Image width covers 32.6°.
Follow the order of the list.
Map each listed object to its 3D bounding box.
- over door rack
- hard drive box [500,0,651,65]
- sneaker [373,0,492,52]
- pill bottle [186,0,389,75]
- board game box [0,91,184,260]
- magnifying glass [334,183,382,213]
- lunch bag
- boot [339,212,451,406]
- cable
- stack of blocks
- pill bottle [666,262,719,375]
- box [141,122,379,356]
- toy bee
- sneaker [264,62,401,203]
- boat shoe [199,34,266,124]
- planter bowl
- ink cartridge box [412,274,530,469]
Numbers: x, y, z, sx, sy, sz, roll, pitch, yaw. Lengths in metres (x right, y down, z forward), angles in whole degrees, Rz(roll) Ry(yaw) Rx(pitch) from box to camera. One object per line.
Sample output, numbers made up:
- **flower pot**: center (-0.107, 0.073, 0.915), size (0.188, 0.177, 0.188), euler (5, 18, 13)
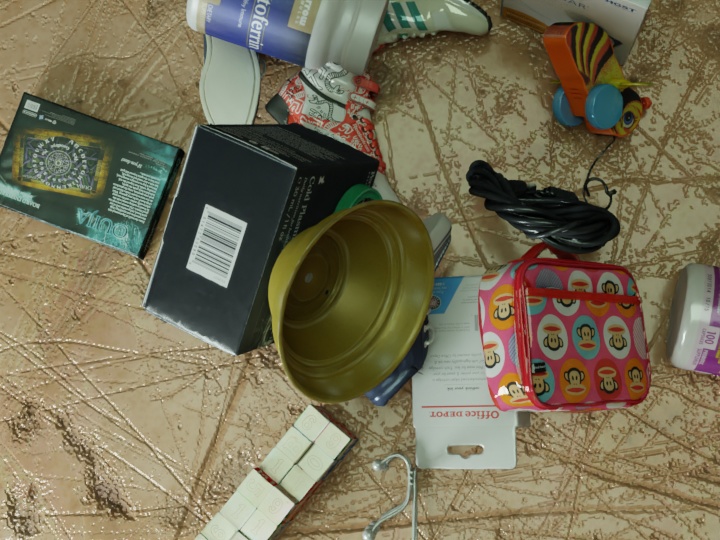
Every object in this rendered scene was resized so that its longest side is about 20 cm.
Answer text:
- **over door rack**: center (0.042, 0.290, 1.264), size (0.066, 0.148, 0.201), euler (-11, 82, 2)
- **hard drive box**: center (0.231, -0.304, 1.291), size (0.155, 0.200, 0.077), euler (23, 86, 9)
- **sneaker**: center (0.046, -0.281, 1.382), size (0.199, 0.070, 0.094), euler (20, 103, 6)
- **pill bottle**: center (-0.075, -0.283, 1.309), size (0.199, 0.116, 0.116), euler (18, 85, 0)
- **board game box**: center (-0.317, -0.108, 1.408), size (0.199, 0.028, 0.136), euler (20, 86, 7)
- **magnifying glass**: center (0.000, 0.000, 1.300), size (0.022, 0.201, 0.080), euler (22, 43, 28)
- **lunch bag**: center (0.209, 0.057, 1.262), size (0.082, 0.199, 0.177), euler (-16, 75, 48)
- **boot**: center (0.047, 0.041, 1.280), size (0.090, 0.073, 0.200), euler (42, 82, -17)
- **cable**: center (0.185, -0.069, 1.269), size (0.162, 0.200, 0.051), euler (26, 104, -2)
- **stack of blocks**: center (-0.091, 0.237, 1.301), size (0.058, 0.115, 0.200), euler (40, 88, 9)
- **pill bottle**: center (0.426, 0.063, 1.272), size (0.199, 0.112, 0.113), euler (10, 84, 7)
- **box**: center (-0.098, -0.039, 1.259), size (0.123, 0.196, 0.201), euler (24, 106, 19)
- **toy bee**: center (0.260, -0.186, 1.331), size (0.108, 0.201, 0.131), euler (-32, 47, -28)
- **sneaker**: center (-0.003, -0.154, 1.363), size (0.201, 0.067, 0.108), euler (44, 91, 11)
- **boat shoe**: center (-0.148, -0.239, 1.391), size (0.074, 0.062, 0.201), euler (-12, 80, 6)
- **planter bowl**: center (-0.027, 0.019, 1.171), size (0.083, 0.200, 0.201), euler (24, 85, 41)
- **ink cartridge box**: center (0.118, 0.109, 1.309), size (0.115, 0.067, 0.202), euler (-3, 83, 20)
